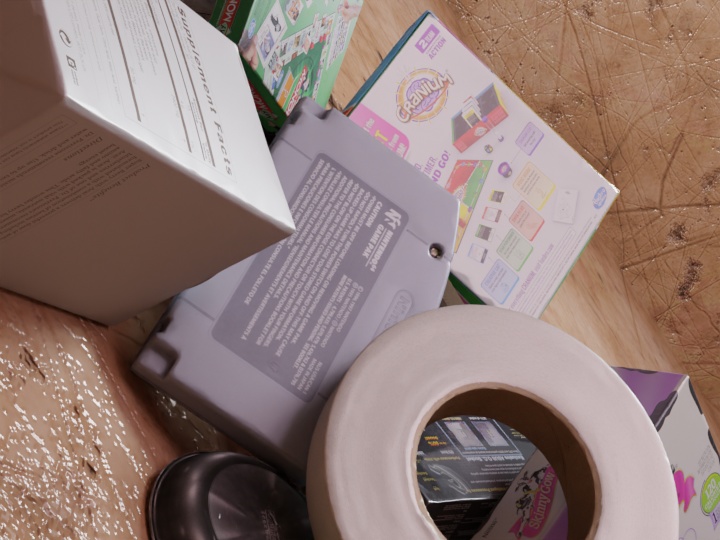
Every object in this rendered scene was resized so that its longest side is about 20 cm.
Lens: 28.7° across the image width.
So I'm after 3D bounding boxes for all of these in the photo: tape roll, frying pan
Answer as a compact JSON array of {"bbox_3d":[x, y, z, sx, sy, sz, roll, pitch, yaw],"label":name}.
[{"bbox_3d":[0.070,0.115,0.728,0.200,0.037,0.205,10,58,-16],"label":"tape roll"},{"bbox_3d":[-0.025,0.157,0.707,0.189,0.031,0.115,37,30,-16],"label":"frying pan"}]

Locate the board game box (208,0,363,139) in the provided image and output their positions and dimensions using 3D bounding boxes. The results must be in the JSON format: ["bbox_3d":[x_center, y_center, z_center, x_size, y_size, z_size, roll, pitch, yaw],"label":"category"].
[{"bbox_3d":[-0.036,-0.201,0.940,0.135,0.029,0.202,52,52,-60],"label":"board game box"}]

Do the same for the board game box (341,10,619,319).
[{"bbox_3d":[0.074,-0.065,1.016,0.200,0.154,0.040,42,-27,-9],"label":"board game box"}]

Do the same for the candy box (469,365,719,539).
[{"bbox_3d":[0.162,0.188,0.850,0.168,0.071,0.201,-47,124,-32],"label":"candy box"}]

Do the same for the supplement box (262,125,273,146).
[{"bbox_3d":[-0.068,-0.075,1.031,0.110,0.060,0.200,58,14,-7],"label":"supplement box"}]

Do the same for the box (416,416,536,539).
[{"bbox_3d":[0.055,0.105,0.896,0.198,0.050,0.158,6,34,-45],"label":"box"}]

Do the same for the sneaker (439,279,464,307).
[{"bbox_3d":[0.000,0.000,0.881,0.075,0.071,0.201,-10,43,-28],"label":"sneaker"}]

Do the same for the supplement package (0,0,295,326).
[{"bbox_3d":[-0.138,-0.069,0.659,0.200,0.120,0.121,31,37,-62],"label":"supplement package"}]

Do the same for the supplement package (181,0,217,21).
[{"bbox_3d":[-0.105,-0.229,0.978,0.200,0.118,0.123,20,85,-67],"label":"supplement package"}]

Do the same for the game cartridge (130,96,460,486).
[{"bbox_3d":[-0.025,0.012,0.785,0.133,0.040,0.201,33,59,-6],"label":"game cartridge"}]
